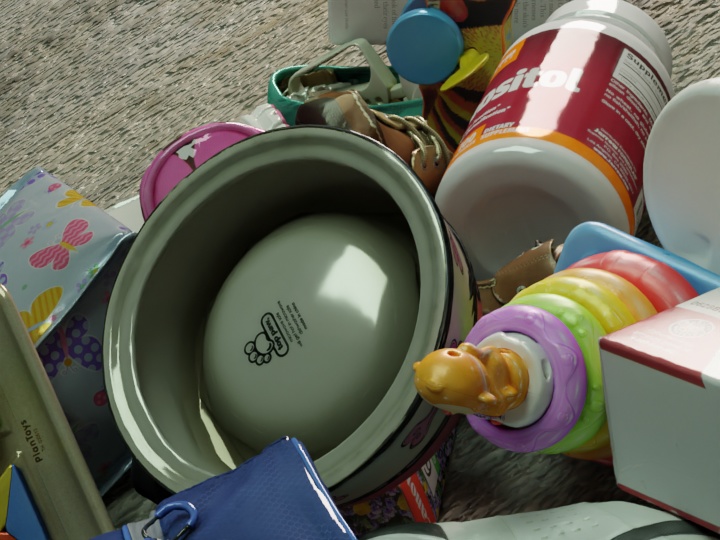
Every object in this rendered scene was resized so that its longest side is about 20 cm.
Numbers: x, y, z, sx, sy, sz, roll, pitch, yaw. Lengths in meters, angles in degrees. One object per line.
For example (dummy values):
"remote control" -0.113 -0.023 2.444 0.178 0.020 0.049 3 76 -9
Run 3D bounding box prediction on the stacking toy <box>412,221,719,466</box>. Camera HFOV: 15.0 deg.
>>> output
"stacking toy" 0.089 0.048 1.303 0.116 0.110 0.200 26 18 31

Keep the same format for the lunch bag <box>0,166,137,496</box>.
"lunch bag" -0.196 0.056 1.584 0.200 0.127 0.170 -49 31 -5

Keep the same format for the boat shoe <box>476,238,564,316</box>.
"boat shoe" 0.108 0.017 1.460 0.200 0.068 0.072 10 5 36

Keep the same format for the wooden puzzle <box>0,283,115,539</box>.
"wooden puzzle" -0.247 0.124 1.460 0.200 0.185 0.046 -25 -10 1

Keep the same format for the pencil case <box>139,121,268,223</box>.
"pencil case" -0.073 -0.036 1.546 0.094 0.091 0.200 -42 2 -4

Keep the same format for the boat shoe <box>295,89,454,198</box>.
"boat shoe" 0.014 -0.062 1.583 0.074 0.076 0.200 -29 -17 -3

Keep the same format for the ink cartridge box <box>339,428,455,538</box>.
"ink cartridge box" -0.017 0.120 1.418 0.109 0.050 0.200 -14 28 17

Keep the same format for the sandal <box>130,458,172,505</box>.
"sandal" -0.053 0.062 1.546 0.048 0.075 0.200 25 57 23

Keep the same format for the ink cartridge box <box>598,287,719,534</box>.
"ink cartridge box" 0.233 0.050 1.264 0.200 0.083 0.147 -22 24 -29

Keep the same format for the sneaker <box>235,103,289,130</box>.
"sneaker" -0.070 -0.047 1.732 0.087 0.074 0.200 -26 23 -5

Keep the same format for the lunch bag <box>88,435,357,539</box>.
"lunch bag" -0.043 0.179 1.172 0.132 0.200 0.136 -28 33 -4

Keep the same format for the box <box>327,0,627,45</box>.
"box" 0.078 -0.238 1.814 0.200 0.152 0.106 0 30 2

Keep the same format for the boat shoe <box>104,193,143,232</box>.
"boat shoe" -0.194 -0.002 1.750 0.200 0.068 0.075 -37 30 -24

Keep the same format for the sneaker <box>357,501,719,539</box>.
"sneaker" 0.086 0.146 1.286 0.200 0.074 0.080 2 27 29

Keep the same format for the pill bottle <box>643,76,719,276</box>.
"pill bottle" 0.252 -0.057 1.411 0.200 0.113 0.113 -13 17 -39

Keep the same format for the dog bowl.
"dog bowl" -0.027 0.032 1.367 0.200 0.074 0.200 -11 67 27

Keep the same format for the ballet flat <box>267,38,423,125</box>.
"ballet flat" 0.022 -0.119 1.789 0.200 0.070 0.067 -6 32 29

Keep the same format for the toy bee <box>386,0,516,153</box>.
"toy bee" 0.068 -0.153 1.673 0.109 0.200 0.131 -13 39 16

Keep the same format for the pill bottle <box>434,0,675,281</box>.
"pill bottle" 0.120 -0.074 1.589 0.113 0.113 0.200 -9 30 25
